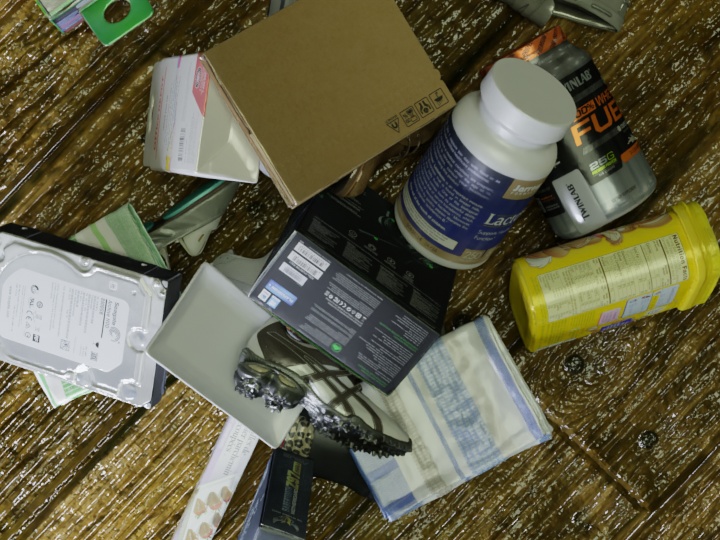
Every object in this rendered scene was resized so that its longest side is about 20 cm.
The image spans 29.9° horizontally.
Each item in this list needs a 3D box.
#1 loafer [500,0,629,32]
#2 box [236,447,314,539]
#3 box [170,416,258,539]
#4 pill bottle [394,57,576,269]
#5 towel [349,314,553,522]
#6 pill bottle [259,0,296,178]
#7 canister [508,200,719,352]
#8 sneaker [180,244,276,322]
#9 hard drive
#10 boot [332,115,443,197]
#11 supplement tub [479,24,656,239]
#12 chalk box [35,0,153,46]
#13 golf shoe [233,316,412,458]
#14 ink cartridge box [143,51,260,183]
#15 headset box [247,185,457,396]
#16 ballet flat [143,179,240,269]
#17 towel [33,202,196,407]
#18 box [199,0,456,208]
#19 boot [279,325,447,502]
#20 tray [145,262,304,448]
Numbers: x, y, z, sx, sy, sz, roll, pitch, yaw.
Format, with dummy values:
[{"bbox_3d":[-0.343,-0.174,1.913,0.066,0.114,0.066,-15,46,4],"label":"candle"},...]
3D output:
[{"bbox_3d":[0.189,-0.293,1.425,0.198,0.070,0.070,6,85,-7],"label":"loafer"},{"bbox_3d":[-0.106,0.303,1.365,0.051,0.158,0.201,20,110,-6],"label":"box"},{"bbox_3d":[-0.149,0.220,1.439,0.038,0.041,0.201,25,92,-7],"label":"box"},{"bbox_3d":[0.124,-0.105,1.337,0.115,0.116,0.200,27,130,-7],"label":"pill bottle"},{"bbox_3d":[0.081,0.153,1.391,0.199,0.024,0.148,-28,90,1],"label":"towel"},{"bbox_3d":[-0.046,-0.190,1.345,0.119,0.120,0.201,12,64,-7],"label":"pill bottle"},{"bbox_3d":[0.261,0.010,1.415,0.199,0.149,0.087,-17,70,-3],"label":"canister"},{"bbox_3d":[-0.155,0.029,1.420,0.199,0.076,0.093,-12,67,4],"label":"sneaker"},{"bbox_3d":[-0.282,0.045,1.353,0.199,0.038,0.141,17,109,14],"label":"hard drive"},{"bbox_3d":[0.035,-0.139,1.384,0.075,0.074,0.201,39,54,-15],"label":"boot"},{"bbox_3d":[0.213,-0.145,1.411,0.122,0.123,0.201,-31,96,-3],"label":"supplement tub"},{"bbox_3d":[-0.288,-0.321,1.348,0.124,0.124,0.201,-36,97,-4],"label":"chalk box"},{"bbox_3d":[-0.025,0.116,1.348,0.199,0.078,0.095,30,64,-14],"label":"golf shoe"},{"bbox_3d":[-0.158,-0.152,1.347,0.067,0.200,0.117,6,94,-25],"label":"ink cartridge box"},{"bbox_3d":[0.000,0.000,1.364,0.174,0.200,0.093,36,117,-8],"label":"headset box"},{"bbox_3d":[-0.199,-0.033,1.408,0.199,0.067,0.064,-29,103,3],"label":"ballet flat"},{"bbox_3d":[-0.274,0.042,1.380,0.199,0.023,0.153,-27,95,25],"label":"towel"},{"bbox_3d":[-0.027,-0.177,1.267,0.199,0.021,0.164,-33,93,-22],"label":"box"},{"bbox_3d":[0.004,0.141,1.435,0.153,0.073,0.205,15,91,-4],"label":"boot"},{"bbox_3d":[-0.124,0.087,1.358,0.200,0.022,0.108,42,73,-36],"label":"tray"}]
